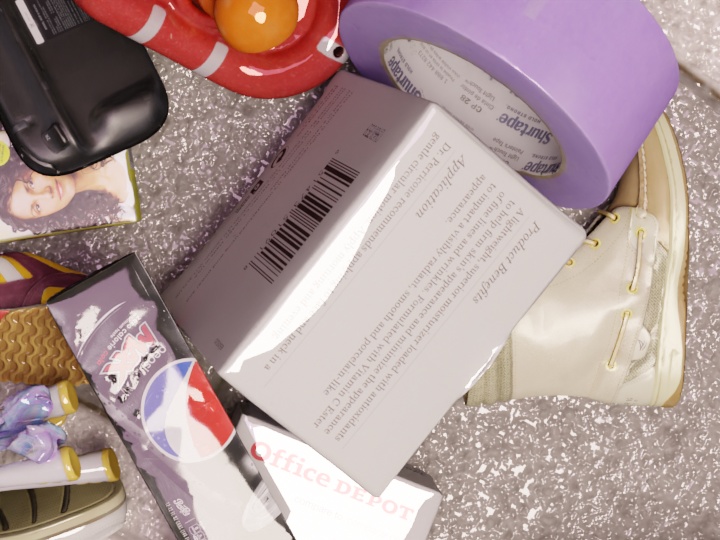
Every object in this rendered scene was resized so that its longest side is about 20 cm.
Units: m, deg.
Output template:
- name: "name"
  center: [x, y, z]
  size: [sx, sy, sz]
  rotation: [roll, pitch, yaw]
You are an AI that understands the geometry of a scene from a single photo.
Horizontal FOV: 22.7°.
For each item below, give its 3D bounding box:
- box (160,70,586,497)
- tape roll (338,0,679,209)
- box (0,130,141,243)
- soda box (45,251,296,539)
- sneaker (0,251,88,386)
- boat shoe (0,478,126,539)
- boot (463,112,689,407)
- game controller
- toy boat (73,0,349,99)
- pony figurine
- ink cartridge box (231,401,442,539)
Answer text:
- name: "box"
  center: [0.000, 0.000, 1.094]
  size: [0.131, 0.200, 0.199]
  rotation: [40, 88, -20]
- name: "tape roll"
  center: [0.090, -0.131, 1.102]
  size: [0.200, 0.200, 0.085]
  rotation: [36, 76, -4]
- name: "box"
  center: [-0.247, -0.052, 1.164]
  size: [0.199, 0.050, 0.076]
  rotation: [-10, 91, -3]
- name: "soda box"
  center: [-0.115, 0.090, 1.080]
  size: [0.063, 0.071, 0.201]
  rotation: [-30, 94, -9]
- name: "sneaker"
  center: [-0.251, 0.025, 1.147]
  size: [0.199, 0.090, 0.075]
  rotation: [12, 111, -9]
- name: "boat shoe"
  center: [-0.241, 0.193, 1.166]
  size: [0.199, 0.075, 0.069]
  rotation: [-20, 113, -5]
- name: "boot"
  center: [0.135, -0.009, 1.181]
  size: [0.154, 0.072, 0.201]
  rotation: [-1, 92, -1]
- name: "game controller"
  center: [-0.203, -0.159, 1.147]
  size: [0.104, 0.042, 0.201]
  rotation: [-23, 76, -23]
- name: "toy boat"
  center: [-0.078, -0.174, 1.102]
  size: [0.199, 0.131, 0.131]
  rotation: [25, 107, -39]
- name: "pony figurine"
  center: [-0.265, 0.127, 1.089]
  size: [0.199, 0.193, 0.167]
  rotation: [-16, 82, 4]
- name: "ink cartridge box"
  center: [-0.050, 0.204, 1.166]
  size: [0.144, 0.084, 0.201]
  rotation: [22, 90, -5]
